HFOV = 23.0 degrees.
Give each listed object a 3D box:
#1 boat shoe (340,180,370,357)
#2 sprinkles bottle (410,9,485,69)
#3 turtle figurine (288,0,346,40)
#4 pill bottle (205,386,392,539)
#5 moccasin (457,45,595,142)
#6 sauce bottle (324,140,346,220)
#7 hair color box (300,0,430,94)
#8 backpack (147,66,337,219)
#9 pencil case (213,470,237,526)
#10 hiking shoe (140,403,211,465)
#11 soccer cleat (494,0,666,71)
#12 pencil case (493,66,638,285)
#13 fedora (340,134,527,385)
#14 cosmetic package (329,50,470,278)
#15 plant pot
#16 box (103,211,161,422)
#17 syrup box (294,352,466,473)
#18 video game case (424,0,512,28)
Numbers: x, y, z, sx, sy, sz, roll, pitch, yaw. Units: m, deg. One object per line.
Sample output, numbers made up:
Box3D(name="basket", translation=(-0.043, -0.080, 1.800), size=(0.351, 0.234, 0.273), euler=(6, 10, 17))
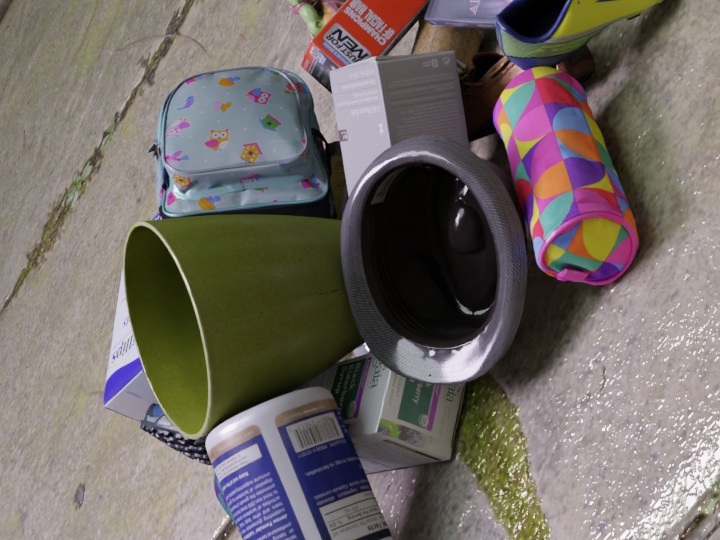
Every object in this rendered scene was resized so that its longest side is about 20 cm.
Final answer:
Box3D(name="boat shoe", translation=(0.000, 0.000, 1.682), size=(0.074, 0.067, 0.201), euler=(-42, 35, 41))
Box3D(name="sprinkles bottle", translation=(0.064, -0.148, 1.683), size=(0.068, 0.068, 0.201), euler=(-12, 57, 59))
Box3D(name="turtle figurine", translation=(-0.014, -0.322, 1.901), size=(0.143, 0.200, 0.194), euler=(-13, 45, 17))
Box3D(name="pill bottle", translation=(-0.041, 0.207, 1.447), size=(0.116, 0.115, 0.201), euler=(-35, 73, 47))
Box3D(name="moccasin", translation=(0.117, -0.166, 1.564), size=(0.201, 0.073, 0.078), euler=(-29, 86, 53))
Box3D(name="sauce bottle", translation=(-0.030, -0.030, 1.768), size=(0.065, 0.065, 0.201), euler=(-19, 51, 57))
Box3D(name="hair color box", translation=(0.032, -0.265, 1.733), size=(0.200, 0.064, 0.111), euler=(-50, 2, -10))
Box3D(name="backpack", translation=(-0.118, -0.114, 1.726), size=(0.200, 0.175, 0.154), euler=(-100, 1, -49))
Box3D(name="pencil case", translation=(-0.070, 0.226, 1.605), size=(0.085, 0.093, 0.200), euler=(-33, 24, -8))
Box3D(name="hiking shoe", translation=(-0.126, 0.129, 1.638), size=(0.200, 0.074, 0.087), euler=(-4, 55, 48))
Box3D(name="soccer cleat", translation=(0.196, -0.238, 1.435), size=(0.200, 0.084, 0.065), euler=(-38, 55, 8))
Box3D(name="pencil case", translation=(0.161, -0.076, 1.412), size=(0.088, 0.088, 0.200), euler=(-50, 31, 30))
Box3D(name="fedora", translation=(0.075, -0.015, 1.444), size=(0.176, 0.090, 0.201), euler=(-3, 101, 36))
Box3D(name="cosmetic package", translation=(0.042, -0.087, 1.553), size=(0.107, 0.090, 0.201), euler=(-4, 94, 65))
Box3D(name="plant pot", translation=(-0.076, 0.028, 1.516), size=(0.187, 0.199, 0.188), euler=(43, 140, 50))
Box3D(name="box", translation=(-0.149, 0.065, 1.779), size=(0.105, 0.183, 0.201), euler=(-39, 36, 42))
Box3D(name="syrup box", translation=(0.003, 0.128, 1.553), size=(0.200, 0.081, 0.079), euler=(-20, 52, 58))
Box3D(name="video game case", translation=(0.156, -0.287, 1.611), size=(0.199, 0.019, 0.143), euler=(11, 78, 45))
